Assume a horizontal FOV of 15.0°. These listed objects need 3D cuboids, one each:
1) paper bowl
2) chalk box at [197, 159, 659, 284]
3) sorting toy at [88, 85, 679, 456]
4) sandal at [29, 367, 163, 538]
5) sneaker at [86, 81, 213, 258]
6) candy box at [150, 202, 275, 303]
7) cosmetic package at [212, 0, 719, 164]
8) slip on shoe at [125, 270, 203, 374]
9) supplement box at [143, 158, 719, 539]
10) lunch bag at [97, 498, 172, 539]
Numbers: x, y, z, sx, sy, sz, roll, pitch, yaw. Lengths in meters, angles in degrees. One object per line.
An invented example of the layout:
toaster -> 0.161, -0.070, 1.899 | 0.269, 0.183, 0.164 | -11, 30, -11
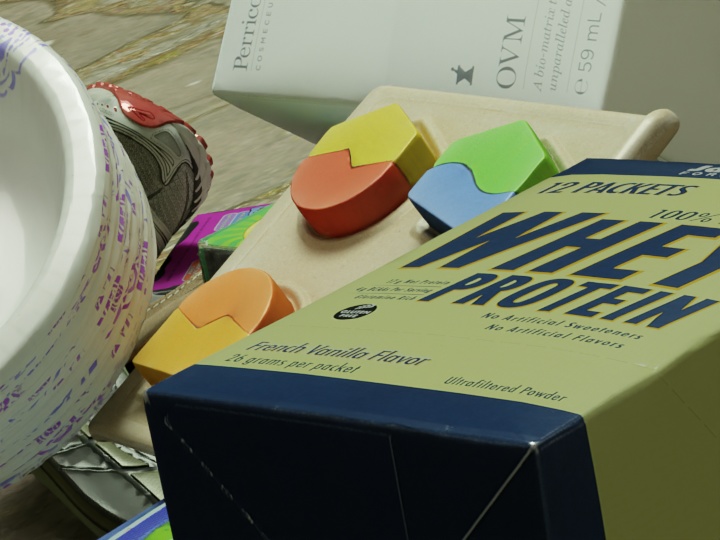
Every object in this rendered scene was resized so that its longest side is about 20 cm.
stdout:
paper bowl -> -0.175, 0.006, 1.047 | 0.200, 0.104, 0.201 | -9, 56, 13
chalk box -> 0.022, 0.026, 1.142 | 0.199, 0.125, 0.124 | 6, 25, 42
sorting toy -> 0.000, 0.000, 0.992 | 0.185, 0.037, 0.200 | -51, 28, -20
sandal -> -0.128, 0.064, 1.184 | 0.080, 0.057, 0.201 | -20, 47, -21
sneaker -> -0.130, -0.010, 1.322 | 0.078, 0.200, 0.082 | 26, 47, 0
candy box -> 0.007, 0.004, 1.328 | 0.199, 0.061, 0.136 | -9, 16, 12
cosmetic package -> 0.064, -0.150, 1.177 | 0.199, 0.200, 0.123 | 6, -10, 36
slip on shoe -> -0.042, 0.020, 1.235 | 0.199, 0.076, 0.061 | -24, 8, 12
supplement box -> 0.072, 0.094, 0.759 | 0.134, 0.201, 0.199 | 5, 23, 42
lunch bag -> -0.010, 0.110, 0.973 | 0.160, 0.083, 0.200 | -2, 19, 39
